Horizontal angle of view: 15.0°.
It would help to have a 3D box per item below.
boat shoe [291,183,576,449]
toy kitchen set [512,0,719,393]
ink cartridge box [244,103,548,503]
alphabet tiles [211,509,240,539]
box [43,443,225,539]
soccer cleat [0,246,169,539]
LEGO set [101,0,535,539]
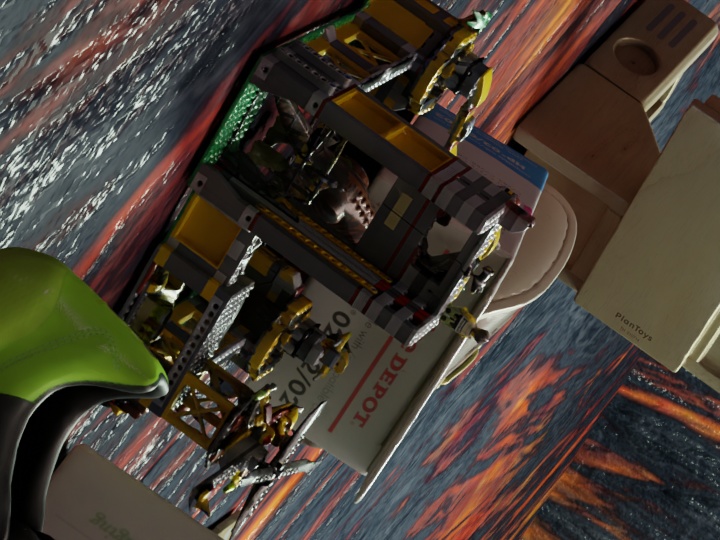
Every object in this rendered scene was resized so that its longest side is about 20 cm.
[{"bbox_3d":[0.036,0.021,1.397,0.200,0.072,0.060,-42,171,-37],"label":"boat shoe"},{"bbox_3d":[0.209,-0.066,1.522,0.180,0.200,0.163,-45,167,-43],"label":"toy kitchen set"},{"bbox_3d":[0.015,0.009,1.158,0.115,0.068,0.200,-58,180,17],"label":"ink cartridge box"},{"bbox_3d":[-0.130,0.219,1.470,0.200,0.006,0.166,-58,169,21],"label":"alphabet tiles"},{"bbox_3d":[-0.094,0.219,1.069,0.200,0.199,0.171,-52,170,-22],"label":"box"},{"bbox_3d":[-0.134,0.085,0.765,0.200,0.081,0.068,-54,170,-3],"label":"soccer cleat"},{"bbox_3d":[0.000,0.000,1.001,0.200,0.116,0.154,-57,170,17],"label":"LEGO set"}]
